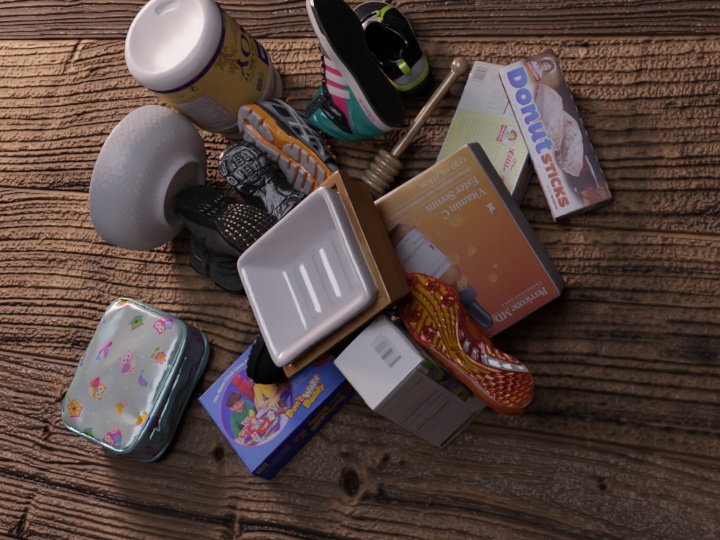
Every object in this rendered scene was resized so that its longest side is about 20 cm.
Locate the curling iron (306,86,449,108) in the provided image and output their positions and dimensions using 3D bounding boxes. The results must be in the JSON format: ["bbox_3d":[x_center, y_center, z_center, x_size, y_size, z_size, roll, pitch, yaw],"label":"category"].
[{"bbox_3d":[0.023,-0.221,1.718,0.199,0.026,0.050,-8,89,20],"label":"curling iron"}]

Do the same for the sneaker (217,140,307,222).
[{"bbox_3d":[-0.104,-0.084,1.704,0.076,0.091,0.200,-37,80,-2],"label":"sneaker"}]

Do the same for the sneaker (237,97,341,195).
[{"bbox_3d":[-0.073,-0.161,1.713,0.077,0.078,0.200,-32,70,-35],"label":"sneaker"}]

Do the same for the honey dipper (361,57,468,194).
[{"bbox_3d":[0.074,-0.187,1.657,0.038,0.038,0.200,37,92,33],"label":"honey dipper"}]

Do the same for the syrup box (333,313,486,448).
[{"bbox_3d":[0.060,0.128,1.458,0.081,0.200,0.079,-45,58,6],"label":"syrup box"}]

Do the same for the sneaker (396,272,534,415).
[{"bbox_3d":[0.107,0.086,1.420,0.073,0.077,0.200,-37,73,-12],"label":"sneaker"}]

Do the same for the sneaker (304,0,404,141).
[{"bbox_3d":[-0.034,-0.249,1.663,0.121,0.083,0.201,-30,87,45],"label":"sneaker"}]

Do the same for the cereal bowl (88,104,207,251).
[{"bbox_3d":[-0.266,-0.115,1.729,0.083,0.200,0.201,20,81,22],"label":"cereal bowl"}]

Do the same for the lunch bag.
[{"bbox_3d":[-0.293,0.149,1.710,0.160,0.077,0.201,18,81,30],"label":"lunch bag"}]

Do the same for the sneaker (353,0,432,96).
[{"bbox_3d":[0.034,-0.309,1.698,0.072,0.083,0.200,-39,47,6],"label":"sneaker"}]

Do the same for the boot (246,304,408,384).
[{"bbox_3d":[-0.031,0.090,1.544,0.162,0.073,0.199,36,105,19],"label":"boot"}]

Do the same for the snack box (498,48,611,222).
[{"bbox_3d":[0.231,-0.162,1.552,0.072,0.024,0.201,-20,75,5],"label":"snack box"}]

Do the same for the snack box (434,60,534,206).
[{"bbox_3d":[0.163,-0.155,1.608,0.116,0.037,0.201,17,79,30],"label":"snack box"}]

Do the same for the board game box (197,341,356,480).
[{"bbox_3d":[-0.091,0.142,1.625,0.200,0.045,0.135,-45,57,6],"label":"board game box"}]

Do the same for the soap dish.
[{"bbox_3d":[-0.041,0.006,1.440,0.200,0.081,0.158,-38,68,43],"label":"soap dish"}]

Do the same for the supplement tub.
[{"bbox_3d":[-0.206,-0.273,1.752,0.145,0.200,0.146,-10,67,25],"label":"supplement tub"}]

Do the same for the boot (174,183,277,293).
[{"bbox_3d":[-0.160,-0.023,1.682,0.068,0.131,0.200,-33,44,-28],"label":"boot"}]

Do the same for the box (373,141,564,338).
[{"bbox_3d":[0.119,-0.024,1.493,0.152,0.106,0.200,-33,89,13],"label":"box"}]
